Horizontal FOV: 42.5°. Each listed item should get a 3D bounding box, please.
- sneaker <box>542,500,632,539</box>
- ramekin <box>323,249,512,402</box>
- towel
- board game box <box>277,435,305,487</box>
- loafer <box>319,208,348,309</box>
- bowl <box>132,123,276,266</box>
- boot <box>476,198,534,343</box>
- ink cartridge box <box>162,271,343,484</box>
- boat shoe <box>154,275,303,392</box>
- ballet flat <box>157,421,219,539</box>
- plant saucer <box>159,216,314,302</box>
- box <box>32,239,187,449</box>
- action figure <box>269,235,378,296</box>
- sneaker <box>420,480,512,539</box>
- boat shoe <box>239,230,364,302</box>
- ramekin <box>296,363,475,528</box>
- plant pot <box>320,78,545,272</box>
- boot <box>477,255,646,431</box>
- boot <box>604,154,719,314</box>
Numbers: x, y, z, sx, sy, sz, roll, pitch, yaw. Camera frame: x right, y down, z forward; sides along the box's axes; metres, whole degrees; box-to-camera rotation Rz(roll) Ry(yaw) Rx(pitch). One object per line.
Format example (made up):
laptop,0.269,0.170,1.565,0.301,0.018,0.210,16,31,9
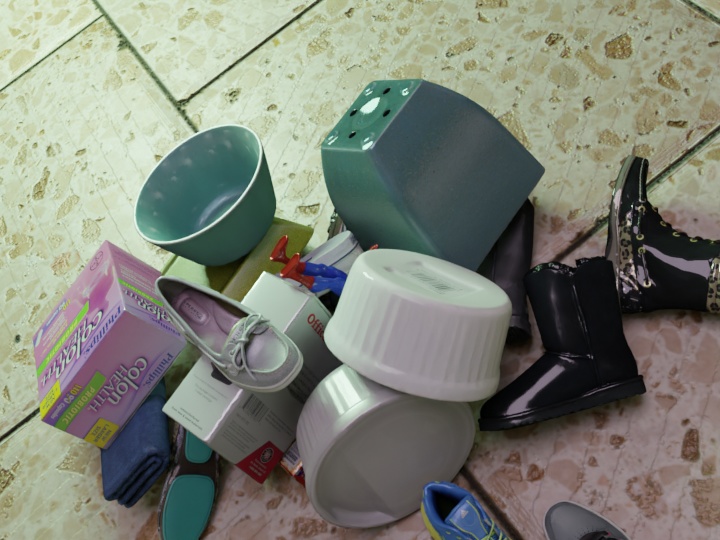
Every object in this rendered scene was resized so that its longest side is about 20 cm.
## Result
sneaker,0.251,0.294,0.915,0.084,0.121,0.200,-43,55,-8
ramekin,0.068,0.052,1.001,0.199,0.200,0.099,26,109,31
towel,-0.285,0.195,1.182,0.112,0.048,0.201,-46,35,18
board game box,-0.092,0.150,1.176,0.199,0.046,0.152,36,78,33
loafer,-0.029,-0.042,1.258,0.062,0.072,0.202,-1,62,27
bowl,-0.190,-0.086,1.233,0.199,0.105,0.202,-18,47,20
boot,0.137,-0.003,1.172,0.163,0.066,0.202,-4,60,17
ink cartridge box,-0.112,0.125,1.080,0.083,0.146,0.201,26,73,34
boat shoe,-0.146,0.065,1.000,0.201,0.065,0.075,31,76,34
ballet flat,-0.210,0.244,1.150,0.071,0.072,0.203,9,84,25
plant saucer,-0.192,-0.014,1.285,0.198,0.048,0.201,17,65,41
box,-0.329,0.090,1.193,0.176,0.096,0.200,-51,34,9
action figure,0.000,0.000,1.105,0.099,0.199,0.065,-50,39,13
sneaker,0.127,0.297,0.969,0.076,0.105,0.200,-45,55,-10
boat shoe,-0.076,0.031,1.177,0.199,0.070,0.071,-33,15,6
ramekin,0.019,0.182,1.031,0.201,0.203,0.094,-35,43,-3
plant pot,0.067,-0.127,1.152,0.197,0.200,0.195,-53,32,-15
boot,0.210,0.082,1.054,0.198,0.076,0.170,-16,79,3
boot,0.373,-0.039,1.098,0.152,0.073,0.206,4,69,25
